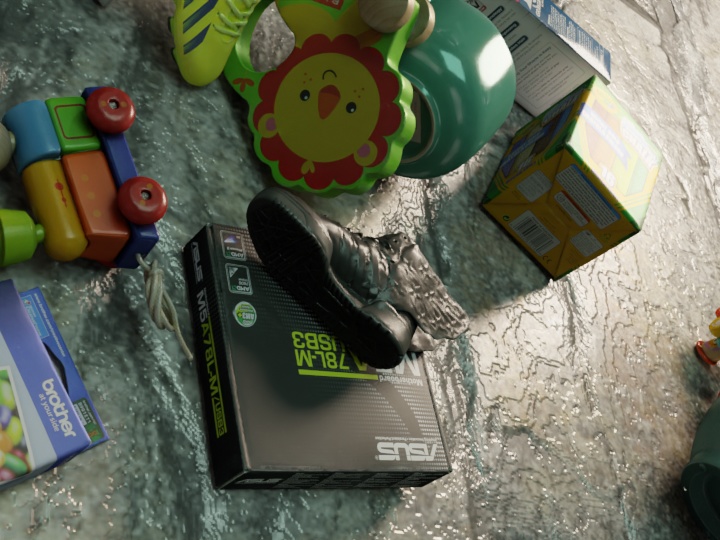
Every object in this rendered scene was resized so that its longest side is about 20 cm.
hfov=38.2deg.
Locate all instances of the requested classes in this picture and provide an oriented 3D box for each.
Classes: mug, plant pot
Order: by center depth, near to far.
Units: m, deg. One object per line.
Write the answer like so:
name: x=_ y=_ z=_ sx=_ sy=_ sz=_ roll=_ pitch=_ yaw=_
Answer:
mug: x=0.043 y=-0.174 z=0.957 sx=0.185 sy=0.152 sz=0.114 roll=48 pitch=44 yaw=-5
plant pot: x=0.409 y=0.210 z=1.041 sx=0.134 sy=0.200 sz=0.201 roll=-28 pitch=84 yaw=-21

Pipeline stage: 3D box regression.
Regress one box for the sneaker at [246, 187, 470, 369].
sneaker: x=0.002 y=-0.001 z=0.810 sx=0.200 sy=0.060 sz=0.104 roll=49 pitch=42 yaw=-11

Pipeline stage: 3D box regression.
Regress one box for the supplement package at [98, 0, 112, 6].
supplement package: x=-0.224 y=-0.342 z=0.841 sx=0.200 sy=0.117 sz=0.117 roll=45 pitch=43 yaw=-11

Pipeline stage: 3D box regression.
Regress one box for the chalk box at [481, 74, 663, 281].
chalk box: x=0.235 y=-0.111 z=1.117 sx=0.124 sy=0.124 sz=0.200 roll=44 pitch=42 yaw=-12

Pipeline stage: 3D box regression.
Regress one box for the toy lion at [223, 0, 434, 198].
toy lion: x=-0.038 y=-0.166 z=0.881 sx=0.199 sy=0.193 sz=0.069 roll=25 pitch=5 yaw=22

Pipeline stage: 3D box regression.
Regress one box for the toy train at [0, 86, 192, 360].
toy train: x=-0.192 y=-0.023 z=0.694 sx=0.115 sy=0.085 sz=0.201 roll=-11 pitch=72 yaw=-36

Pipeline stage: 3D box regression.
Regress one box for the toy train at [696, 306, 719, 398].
toy train: x=0.451 y=0.142 z=1.214 sx=0.150 sy=0.055 sz=0.201 roll=31 pitch=41 yaw=-44

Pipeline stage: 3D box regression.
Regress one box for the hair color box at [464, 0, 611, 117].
hair color box: x=0.183 y=-0.261 z=1.185 sx=0.199 sy=0.100 sz=0.061 roll=34 pitch=44 yaw=-23

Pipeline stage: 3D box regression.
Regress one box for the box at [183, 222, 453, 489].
box: x=-0.032 y=0.070 z=0.804 sx=0.199 sy=0.047 sz=0.195 roll=10 pitch=55 yaw=-38

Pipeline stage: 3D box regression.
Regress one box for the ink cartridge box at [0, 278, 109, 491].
ink cartridge box: x=-0.243 y=0.078 z=0.606 sx=0.199 sy=0.042 sz=0.120 roll=-19 pitch=78 yaw=-50

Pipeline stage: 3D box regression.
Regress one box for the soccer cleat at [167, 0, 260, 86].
soccer cleat: x=-0.096 y=-0.240 z=0.843 sx=0.083 sy=0.201 sz=0.065 roll=26 pitch=18 yaw=17
